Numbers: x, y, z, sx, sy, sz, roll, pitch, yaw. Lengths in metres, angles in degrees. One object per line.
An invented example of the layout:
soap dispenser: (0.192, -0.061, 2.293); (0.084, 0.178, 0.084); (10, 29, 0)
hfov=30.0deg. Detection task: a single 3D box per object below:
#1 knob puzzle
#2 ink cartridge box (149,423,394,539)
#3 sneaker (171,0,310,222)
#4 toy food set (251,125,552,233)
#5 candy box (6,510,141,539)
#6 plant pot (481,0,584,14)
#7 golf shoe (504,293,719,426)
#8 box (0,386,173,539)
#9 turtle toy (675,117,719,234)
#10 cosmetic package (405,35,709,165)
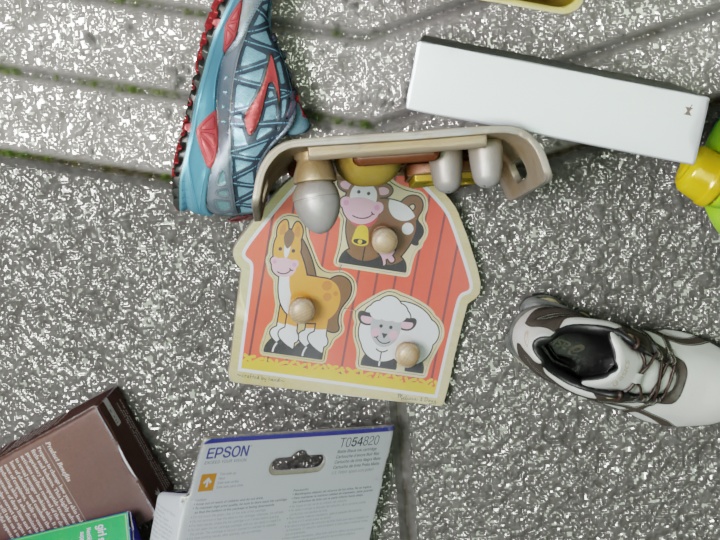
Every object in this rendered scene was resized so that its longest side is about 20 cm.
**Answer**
knob puzzle: (0.000, 0.000, 1.024); (0.217, 0.030, 0.223); (-2, 102, -9)
ink cartridge box: (-0.072, 0.208, 1.015); (0.040, 0.198, 0.203); (23, 103, 44)
sneaker: (-0.081, -0.136, 1.016); (0.094, 0.079, 0.202); (12, 106, -12)
toy food set: (0.023, -0.056, 0.935); (0.197, 0.144, 0.061); (-4, 87, -3)
candy box: (-0.251, 0.285, 1.028); (0.198, 0.077, 0.171); (-14, 129, -7)
plant pot: (0.064, -0.288, 0.921); (0.197, 0.176, 0.203); (10, 99, 2)
golf shoe: (0.207, 0.079, 1.014); (0.197, 0.095, 0.079); (14, 99, -1)
box: (-0.261, 0.185, 1.069); (0.198, 0.075, 0.101); (-27, 96, 9)
turtle toy: (0.321, -0.095, 0.975); (0.145, 0.101, 0.201); (31, 99, -2)
cosmetic package: (0.134, -0.124, 0.957); (0.197, 0.151, 0.052); (11, 100, 2)
